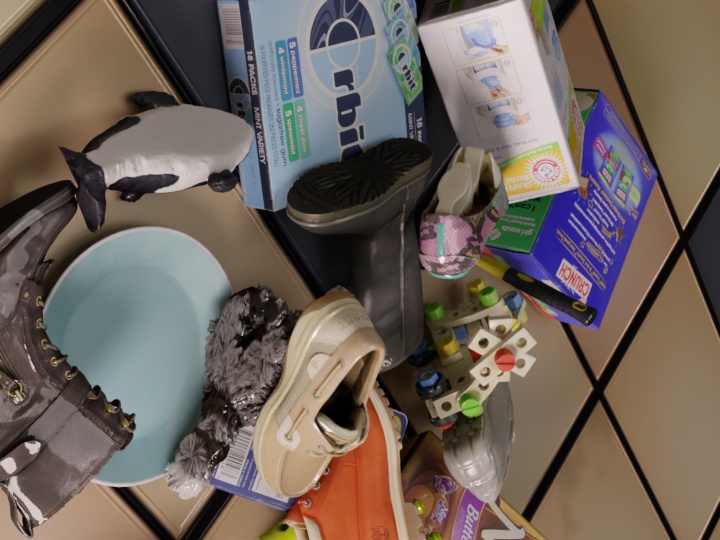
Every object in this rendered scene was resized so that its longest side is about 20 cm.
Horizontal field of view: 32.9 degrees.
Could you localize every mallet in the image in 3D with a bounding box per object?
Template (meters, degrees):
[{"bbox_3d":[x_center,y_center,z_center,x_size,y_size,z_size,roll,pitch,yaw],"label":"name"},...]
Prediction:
[{"bbox_3d":[0.124,0.005,1.135,0.066,0.199,0.042,-35,144,-30],"label":"mallet"}]

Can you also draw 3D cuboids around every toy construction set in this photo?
[{"bbox_3d":[0.110,0.077,1.150,0.130,0.200,0.093,-24,100,4],"label":"toy construction set"}]

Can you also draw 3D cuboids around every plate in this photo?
[{"bbox_3d":[-0.174,0.065,0.944,0.198,0.025,0.204,-10,104,-45],"label":"plate"}]

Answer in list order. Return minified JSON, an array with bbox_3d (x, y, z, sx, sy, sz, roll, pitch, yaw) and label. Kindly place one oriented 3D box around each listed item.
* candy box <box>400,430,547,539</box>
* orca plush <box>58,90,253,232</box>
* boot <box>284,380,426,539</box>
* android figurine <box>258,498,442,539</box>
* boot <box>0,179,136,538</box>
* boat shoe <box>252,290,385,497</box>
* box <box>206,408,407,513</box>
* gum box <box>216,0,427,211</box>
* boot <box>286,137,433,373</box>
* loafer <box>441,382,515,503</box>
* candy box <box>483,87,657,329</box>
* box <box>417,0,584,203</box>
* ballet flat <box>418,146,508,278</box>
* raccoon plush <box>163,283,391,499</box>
[{"bbox_3d":[0.098,0.267,1.178,0.200,0.056,0.117,43,62,-7],"label":"candy box"},{"bbox_3d":[-0.154,-0.067,0.906,0.071,0.105,0.200,-54,180,31],"label":"orca plush"},{"bbox_3d":[-0.017,0.169,1.016,0.106,0.075,0.203,-8,67,-13],"label":"boot"},{"bbox_3d":[-0.018,0.277,1.081,0.199,0.041,0.183,-34,123,-6],"label":"android figurine"},{"bbox_3d":[-0.219,0.059,0.842,0.174,0.069,0.201,46,74,-26],"label":"boot"},{"bbox_3d":[-0.029,0.110,0.917,0.071,0.065,0.202,-14,138,-37],"label":"boat shoe"},{"bbox_3d":[-0.049,0.153,1.074,0.199,0.032,0.123,28,76,-38],"label":"box"},{"bbox_3d":[-0.026,-0.161,1.047,0.199,0.044,0.173,-23,114,-42],"label":"gum box"},{"bbox_3d":[0.001,0.001,1.065,0.181,0.072,0.202,-24,134,-41],"label":"boot"},{"bbox_3d":[0.117,0.148,1.188,0.070,0.069,0.201,61,22,-20],"label":"loafer"},{"bbox_3d":[0.228,-0.066,1.313,0.169,0.076,0.202,42,66,-44],"label":"candy box"},{"bbox_3d":[0.138,-0.179,1.152,0.113,0.100,0.202,-71,145,-52],"label":"box"},{"bbox_3d":[0.091,-0.064,1.059,0.200,0.068,0.072,-59,151,-60],"label":"ballet flat"},{"bbox_3d":[-0.069,0.097,0.997,0.133,0.097,0.201,25,108,-47],"label":"raccoon plush"}]
